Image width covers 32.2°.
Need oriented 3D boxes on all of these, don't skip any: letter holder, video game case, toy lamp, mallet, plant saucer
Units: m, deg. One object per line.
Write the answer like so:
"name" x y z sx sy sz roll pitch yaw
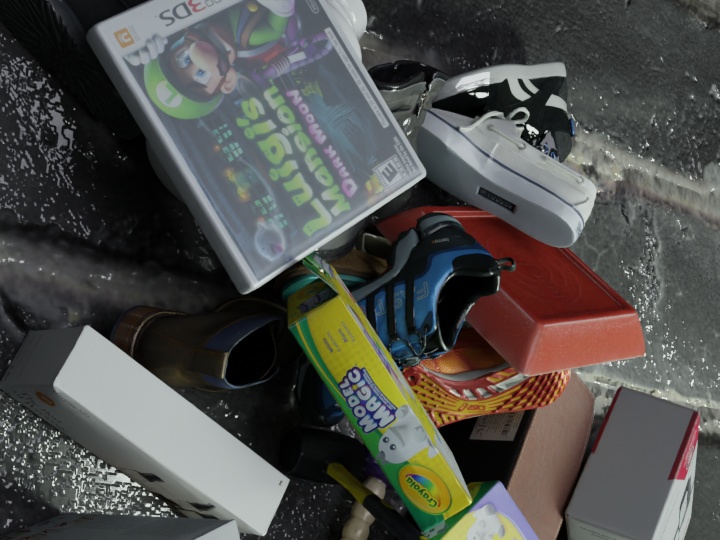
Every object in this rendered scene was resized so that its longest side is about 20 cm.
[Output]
"letter holder" 0.142 0.196 1.119 0.142 0.100 0.201 45 56 -31
"video game case" -0.065 -0.112 0.866 0.181 0.023 0.201 -34 95 -35
"toy lamp" -0.015 0.238 0.994 0.058 0.058 0.201 45 57 -29
"mallet" 0.012 0.172 0.937 0.065 0.199 0.042 14 99 -39
"plant saucer" 0.141 0.004 1.087 0.199 0.200 0.037 -2 130 -48

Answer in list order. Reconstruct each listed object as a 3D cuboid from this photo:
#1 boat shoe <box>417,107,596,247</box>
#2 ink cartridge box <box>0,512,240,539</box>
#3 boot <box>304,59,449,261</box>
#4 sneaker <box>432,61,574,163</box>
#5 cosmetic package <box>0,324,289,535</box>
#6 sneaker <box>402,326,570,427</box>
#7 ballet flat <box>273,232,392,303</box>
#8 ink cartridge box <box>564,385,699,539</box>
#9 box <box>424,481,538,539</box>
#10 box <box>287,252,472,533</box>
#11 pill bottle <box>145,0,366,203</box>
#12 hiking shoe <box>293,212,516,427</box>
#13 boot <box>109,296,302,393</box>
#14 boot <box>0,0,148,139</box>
"boat shoe" 0.121 -0.107 1.103 0.200 0.075 0.086 30 64 10
"ink cartridge box" -0.148 0.247 0.767 0.083 0.199 0.178 -14 93 -44
"boot" -0.003 -0.096 0.991 0.200 0.069 0.133 -42 154 -55
"sneaker" 0.142 -0.135 1.180 0.199 0.073 0.113 -15 93 -45
"cosmetic package" -0.148 0.115 0.867 0.200 0.082 0.051 43 57 -30
"sneaker" 0.077 0.086 1.063 0.197 0.077 0.074 -2 121 -9
"ballet flat" 0.000 0.000 1.042 0.198 0.068 0.073 12 56 -42
"ink cartridge box" 0.257 0.231 1.173 0.146 0.082 0.201 -60 152 -30
"box" 0.062 0.266 0.939 0.199 0.048 0.118 -39 98 -28
"box" 0.004 0.078 0.890 0.048 0.117 0.201 -30 99 2
"pill bottle" -0.071 -0.139 0.953 0.113 0.112 0.201 48 55 -28
"hiking shoe" 0.027 0.047 0.971 0.201 0.087 0.074 -52 137 -1
"boot" -0.080 0.062 0.910 0.199 0.096 0.076 -2 100 -55
"boot" -0.163 -0.224 0.908 0.165 0.065 0.201 53 55 -35
